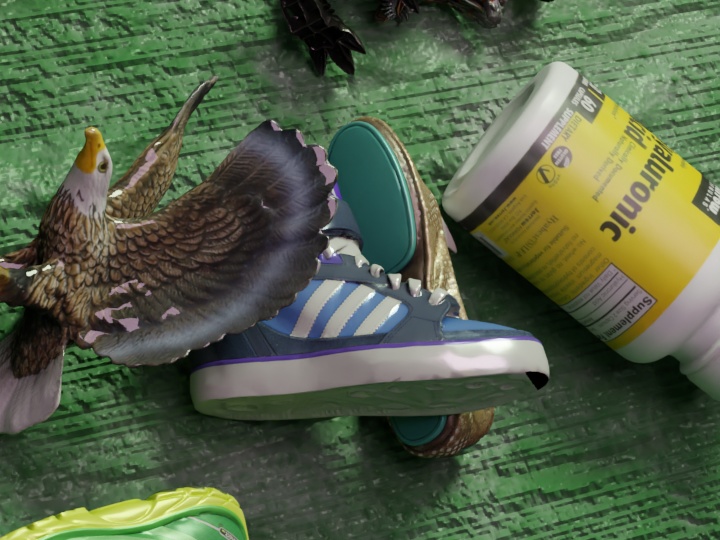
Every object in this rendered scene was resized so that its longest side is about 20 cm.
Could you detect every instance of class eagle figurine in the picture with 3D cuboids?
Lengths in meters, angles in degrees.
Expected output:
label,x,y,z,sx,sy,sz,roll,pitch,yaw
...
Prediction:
label,x,y,z,sx,sy,sz,roll,pitch,yaw
eagle figurine,-0.127,-0.018,1.443,0.199,0.151,0.152,-16,76,-31

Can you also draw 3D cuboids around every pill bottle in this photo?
label,x,y,z,sx,sy,sz,roll,pitch,yaw
pill bottle,0.154,-0.018,1.606,0.200,0.111,0.111,39,56,-6

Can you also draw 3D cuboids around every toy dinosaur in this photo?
label,x,y,z,sx,sy,sz,roll,pitch,yaw
toy dinosaur,0.000,-0.195,1.634,0.199,0.102,0.136,18,47,-8

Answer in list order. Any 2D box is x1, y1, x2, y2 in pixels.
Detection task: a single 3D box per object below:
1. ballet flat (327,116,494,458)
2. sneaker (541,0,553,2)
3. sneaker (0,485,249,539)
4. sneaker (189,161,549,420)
label,x,y,z,sx,sy,sz,roll,pitch,yaw
ballet flat,0.029,0.011,1.570,0.065,0.070,0.201,11,63,-52
sneaker,0.083,-0.249,1.709,0.078,0.075,0.201,-7,63,-19
sneaker,-0.135,0.165,1.401,0.199,0.074,0.084,-14,70,-31
sneaker,0.000,0.000,1.498,0.199,0.081,0.147,-5,72,13
